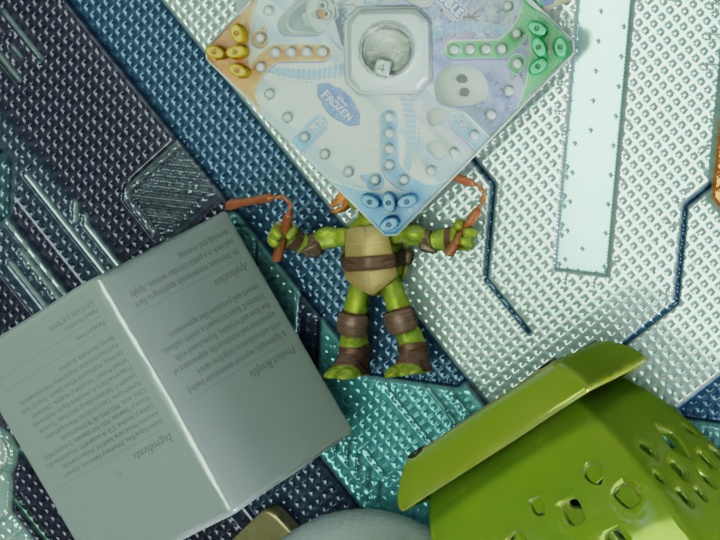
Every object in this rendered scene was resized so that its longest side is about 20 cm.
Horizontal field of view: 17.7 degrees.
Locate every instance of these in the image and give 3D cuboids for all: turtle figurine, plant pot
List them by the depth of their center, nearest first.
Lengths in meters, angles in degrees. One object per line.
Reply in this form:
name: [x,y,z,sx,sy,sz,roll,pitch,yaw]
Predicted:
plant pot: [0.151,0.168,1.670,0.199,0.200,0.182,-35,83,20]
turtle figurine: [0.000,0.000,1.749,0.200,0.064,0.162,-2,94,9]

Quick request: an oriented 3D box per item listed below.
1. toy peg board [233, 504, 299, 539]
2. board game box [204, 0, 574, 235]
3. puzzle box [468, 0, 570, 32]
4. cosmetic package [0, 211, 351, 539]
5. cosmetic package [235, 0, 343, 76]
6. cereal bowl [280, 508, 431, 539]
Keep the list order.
toy peg board: [-0.080,0.329,1.810,0.200,0.098,0.199,47,109,5]
board game box: [0.019,-0.161,1.687,0.200,0.026,0.200,45,98,2]
puzzle box: [0.089,-0.279,1.694,0.133,0.025,0.200,-21,93,20]
cosmetic package: [-0.149,0.094,1.741,0.165,0.165,0.200,-29,90,38]
cosmetic package: [-0.054,-0.244,1.731,0.082,0.051,0.200,-3,99,18]
cereal bowl: [0.014,0.267,1.720,0.200,0.200,0.083,48,148,4]
